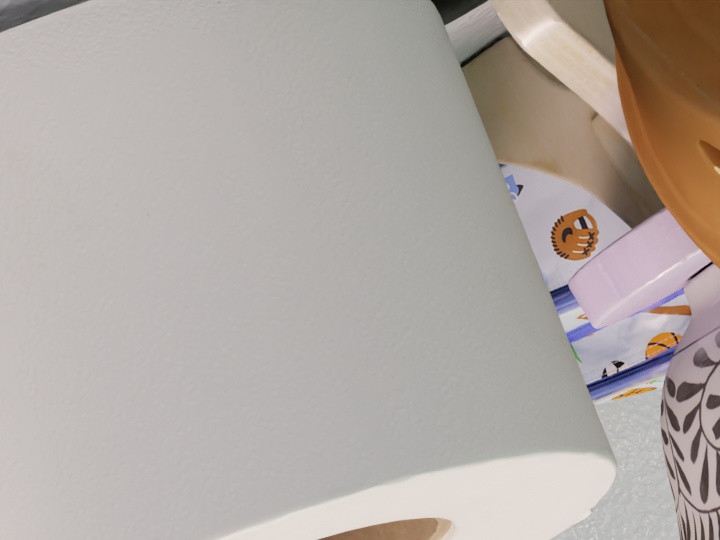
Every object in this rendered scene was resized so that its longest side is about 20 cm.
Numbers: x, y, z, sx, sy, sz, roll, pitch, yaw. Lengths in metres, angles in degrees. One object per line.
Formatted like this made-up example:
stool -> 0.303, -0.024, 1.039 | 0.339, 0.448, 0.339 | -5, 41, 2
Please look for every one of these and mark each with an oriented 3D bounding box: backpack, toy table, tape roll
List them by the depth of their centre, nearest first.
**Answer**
tape roll -> -0.048, 0.026, 0.700 | 0.202, 0.140, 0.203 | -20, 164, -6
toy table -> 0.119, -0.063, 0.971 | 0.184, 0.117, 0.200 | -33, 172, 14
backpack -> 0.117, -0.021, 1.150 | 0.190, 0.154, 0.200 | -11, 164, -39

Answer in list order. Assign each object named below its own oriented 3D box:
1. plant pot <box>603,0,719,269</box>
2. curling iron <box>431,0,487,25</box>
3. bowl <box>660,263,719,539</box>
plant pot -> 0.156, -0.086, 0.775 | 0.200, 0.200, 0.140 | -33, 155, 16
curling iron -> 0.010, -0.079, 0.795 | 0.200, 0.026, 0.050 | -25, 173, -40
bowl -> 0.183, 0.023, 0.986 | 0.200, 0.094, 0.201 | -31, 173, -4
